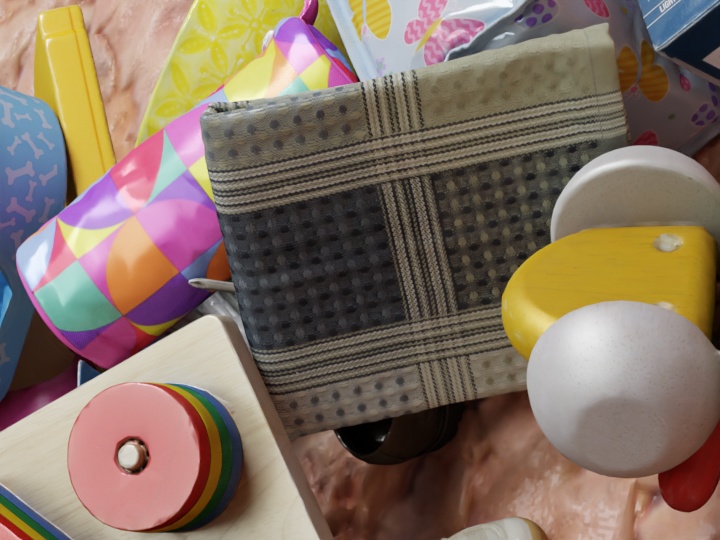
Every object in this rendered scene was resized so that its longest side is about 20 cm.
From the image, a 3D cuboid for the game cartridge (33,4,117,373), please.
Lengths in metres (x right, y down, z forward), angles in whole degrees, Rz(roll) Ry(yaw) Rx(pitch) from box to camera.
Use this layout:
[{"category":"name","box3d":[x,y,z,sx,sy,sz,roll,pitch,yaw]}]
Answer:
[{"category":"game cartridge","box3d":[-0.146,-0.037,1.426,0.200,0.032,0.177,132,126,-77]}]

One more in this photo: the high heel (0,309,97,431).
[{"category":"high heel","box3d":[-0.186,0.019,1.409,0.067,0.096,0.200,-18,47,2]}]

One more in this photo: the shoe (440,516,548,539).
[{"category":"shoe","box3d":[0.016,0.191,1.294,0.200,0.053,0.070,-46,46,23]}]

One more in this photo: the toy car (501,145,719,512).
[{"category":"toy car","box3d":[0.167,0.038,1.131,0.199,0.150,0.175,-6,34,16]}]

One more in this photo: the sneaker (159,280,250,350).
[{"category":"sneaker","box3d":[-0.098,0.028,1.473,0.200,0.078,0.100,52,127,53]}]

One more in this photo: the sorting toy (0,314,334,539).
[{"category":"sorting toy","box3d":[-0.116,0.150,1.218,0.200,0.070,0.199,-30,75,17]}]

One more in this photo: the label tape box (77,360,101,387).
[{"category":"label tape box","box3d":[-0.094,0.160,1.348,0.063,0.144,0.201,-5,68,23]}]

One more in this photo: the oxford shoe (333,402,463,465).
[{"category":"oxford shoe","box3d":[0.000,0.000,1.313,0.073,0.084,0.201,-15,90,28]}]

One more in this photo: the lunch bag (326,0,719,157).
[{"category":"lunch bag","box3d":[0.071,-0.143,1.294,0.127,0.169,0.200,-44,45,22]}]

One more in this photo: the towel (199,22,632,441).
[{"category":"towel","box3d":[0.037,-0.017,1.223,0.199,0.193,0.035,-11,33,2]}]

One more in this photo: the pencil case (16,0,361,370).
[{"category":"pencil case","box3d":[-0.074,-0.039,1.267,0.200,0.088,0.088,-40,46,6]}]

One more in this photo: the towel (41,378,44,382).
[{"category":"towel","box3d":[-0.178,0.177,1.459,0.191,0.032,0.200,110,153,-45]}]

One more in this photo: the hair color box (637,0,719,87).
[{"category":"hair color box","box3d":[0.167,-0.180,1.262,0.060,0.100,0.200,-37,49,31]}]

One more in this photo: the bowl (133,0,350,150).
[{"category":"bowl","box3d":[-0.036,-0.093,1.417,0.107,0.200,0.201,26,93,6]}]

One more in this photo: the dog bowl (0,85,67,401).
[{"category":"dog bowl","box3d":[-0.204,-0.008,1.366,0.112,0.049,0.200,55,134,47]}]

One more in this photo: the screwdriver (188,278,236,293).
[{"category":"screwdriver","box3d":[0.011,0.015,1.275,0.028,0.199,0.029,129,148,-53]}]
